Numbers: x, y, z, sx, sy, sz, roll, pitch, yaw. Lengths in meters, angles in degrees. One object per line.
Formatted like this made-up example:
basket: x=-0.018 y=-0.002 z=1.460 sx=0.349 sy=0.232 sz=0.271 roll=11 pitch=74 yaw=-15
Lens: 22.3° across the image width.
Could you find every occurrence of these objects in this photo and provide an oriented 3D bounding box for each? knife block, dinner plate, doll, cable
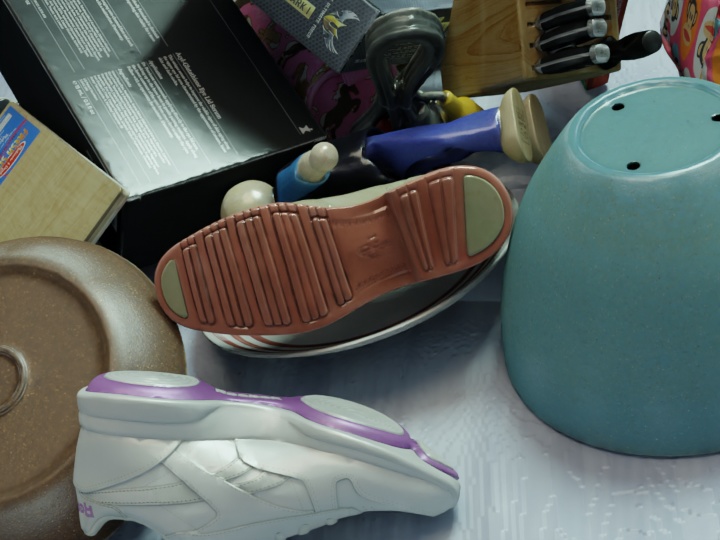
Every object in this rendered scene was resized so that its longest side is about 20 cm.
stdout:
knife block: x=0.112 y=-0.134 z=1.080 sx=0.063 sy=0.201 sz=0.176 roll=-6 pitch=47 yaw=-15
dinner plate: x=0.000 y=0.000 z=1.068 sx=0.198 sy=0.024 sz=0.201 roll=-15 pitch=26 yaw=8
doll: x=0.006 y=-0.059 z=1.063 sx=0.198 sy=0.049 sz=0.136 roll=-16 pitch=-6 yaw=21
cable: x=0.024 y=-0.109 z=1.102 sx=0.096 sy=0.200 sz=0.051 roll=-4 pitch=65 yaw=14

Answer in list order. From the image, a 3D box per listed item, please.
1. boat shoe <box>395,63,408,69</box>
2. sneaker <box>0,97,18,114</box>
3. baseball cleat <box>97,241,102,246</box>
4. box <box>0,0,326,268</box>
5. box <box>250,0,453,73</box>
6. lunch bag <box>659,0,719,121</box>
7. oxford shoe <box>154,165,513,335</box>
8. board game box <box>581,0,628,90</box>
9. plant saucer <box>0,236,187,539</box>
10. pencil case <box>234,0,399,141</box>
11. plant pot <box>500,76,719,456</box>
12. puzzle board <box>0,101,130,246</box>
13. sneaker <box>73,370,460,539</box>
boat shoe: x=0.059 y=-0.188 z=1.277 sx=0.198 sy=0.067 sz=0.074 roll=-13 pitch=36 yaw=3
sneaker: x=-0.310 y=-0.057 z=1.250 sx=0.199 sy=0.078 sz=0.079 roll=-27 pitch=18 yaw=-24
baseball cleat: x=-0.174 y=-0.051 z=1.196 sx=0.106 sy=0.070 sz=0.200 roll=33 pitch=59 yaw=27
box: x=-0.132 y=-0.111 z=1.159 sx=0.140 sy=0.079 sz=0.201 roll=-20 pitch=59 yaw=-23
box: x=-0.023 y=-0.195 z=1.159 sx=0.158 sy=0.051 sz=0.200 roll=41 pitch=21 yaw=11
lunch bag: x=0.277 y=-0.134 z=1.083 sx=0.174 sy=0.083 sz=0.200 roll=9 pitch=25 yaw=-6
oxford shoe: x=-0.013 y=-0.008 z=1.007 sx=0.198 sy=0.071 sz=0.074 roll=-11 pitch=3 yaw=3
board game box: x=0.139 y=-0.207 z=1.140 sx=0.019 sy=0.200 sz=0.104 roll=-18 pitch=67 yaw=-8
plant saucer: x=-0.193 y=0.066 z=0.986 sx=0.198 sy=0.037 sz=0.202 roll=-6 pitch=65 yaw=12
pencil case: x=-0.049 y=-0.143 z=1.234 sx=0.083 sy=0.086 sz=0.200 roll=-49 pitch=44 yaw=2
plant pot: x=0.162 y=-0.021 z=0.963 sx=0.198 sy=0.136 sz=0.201 roll=-10 pitch=36 yaw=7
puzzle board: x=-0.231 y=0.007 z=1.093 sx=0.201 sy=0.017 sz=0.150 roll=-54 pitch=44 yaw=-1
sneaker: x=-0.050 y=0.111 z=0.931 sx=0.198 sy=0.101 sz=0.075 roll=9 pitch=5 yaw=1
